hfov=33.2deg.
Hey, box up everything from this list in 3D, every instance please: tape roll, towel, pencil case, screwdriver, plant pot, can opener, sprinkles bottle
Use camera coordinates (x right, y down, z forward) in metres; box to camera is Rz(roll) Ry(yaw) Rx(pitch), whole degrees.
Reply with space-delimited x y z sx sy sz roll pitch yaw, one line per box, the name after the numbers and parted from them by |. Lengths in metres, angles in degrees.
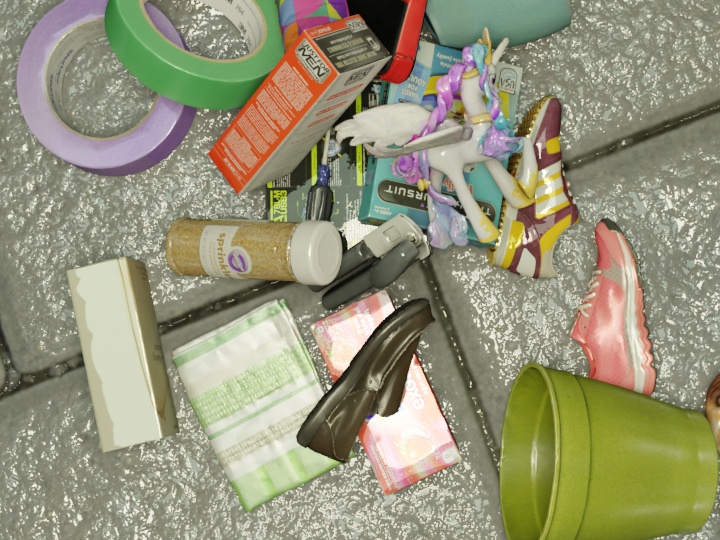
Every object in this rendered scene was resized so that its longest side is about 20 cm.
-0.288 -0.213 1.384 0.197 0.066 0.203 0 86 2 | tape roll
-0.110 0.152 1.371 0.148 0.031 0.202 -26 87 3 | towel
-0.180 -0.268 1.330 0.198 0.048 0.202 16 50 -19 | tape roll
-0.054 -0.310 1.340 0.087 0.089 0.202 -9 64 2 | pencil case
-0.039 -0.133 1.335 0.027 0.029 0.203 7 93 4 | screwdriver
0.265 0.206 1.276 0.190 0.200 0.203 6 86 -9 | plant pot
0.000 0.000 1.291 0.054 0.199 0.067 51 51 -6 | can opener
-0.118 -0.023 1.321 0.198 0.068 0.069 3 86 30 | sprinkles bottle
0.121 -0.320 1.306 0.134 0.200 0.202 -29 85 4 | plant pot

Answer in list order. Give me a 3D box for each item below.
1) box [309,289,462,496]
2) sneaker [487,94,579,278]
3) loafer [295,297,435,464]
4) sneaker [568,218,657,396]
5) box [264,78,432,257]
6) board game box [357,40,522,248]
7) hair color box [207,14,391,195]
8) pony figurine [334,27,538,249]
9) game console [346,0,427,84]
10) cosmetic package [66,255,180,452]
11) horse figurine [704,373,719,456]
0.029 0.131 1.326 0.094 0.103 0.202 -25 86 2 | box
0.207 -0.092 1.352 0.089 0.075 0.203 16 93 -5 | sneaker
0.017 0.116 1.247 0.071 0.073 0.201 39 98 0 | loafer
0.270 0.045 1.333 0.086 0.074 0.203 -9 86 4 | sneaker
-0.014 -0.114 1.373 0.190 0.048 0.203 -2 87 5 | box
0.089 -0.140 1.328 0.149 0.047 0.203 11 83 -15 | board game box
-0.065 -0.171 1.258 0.061 0.101 0.200 52 128 7 | hair color box
0.090 -0.125 1.236 0.191 0.167 0.202 -25 114 -11 | pony figurine
0.026 -0.307 1.299 0.031 0.200 0.179 7 110 -26 | game console
-0.263 0.093 1.343 0.072 0.104 0.203 -14 86 1 | cosmetic package
0.430 0.189 1.320 0.131 0.050 0.202 -23 93 18 | horse figurine
